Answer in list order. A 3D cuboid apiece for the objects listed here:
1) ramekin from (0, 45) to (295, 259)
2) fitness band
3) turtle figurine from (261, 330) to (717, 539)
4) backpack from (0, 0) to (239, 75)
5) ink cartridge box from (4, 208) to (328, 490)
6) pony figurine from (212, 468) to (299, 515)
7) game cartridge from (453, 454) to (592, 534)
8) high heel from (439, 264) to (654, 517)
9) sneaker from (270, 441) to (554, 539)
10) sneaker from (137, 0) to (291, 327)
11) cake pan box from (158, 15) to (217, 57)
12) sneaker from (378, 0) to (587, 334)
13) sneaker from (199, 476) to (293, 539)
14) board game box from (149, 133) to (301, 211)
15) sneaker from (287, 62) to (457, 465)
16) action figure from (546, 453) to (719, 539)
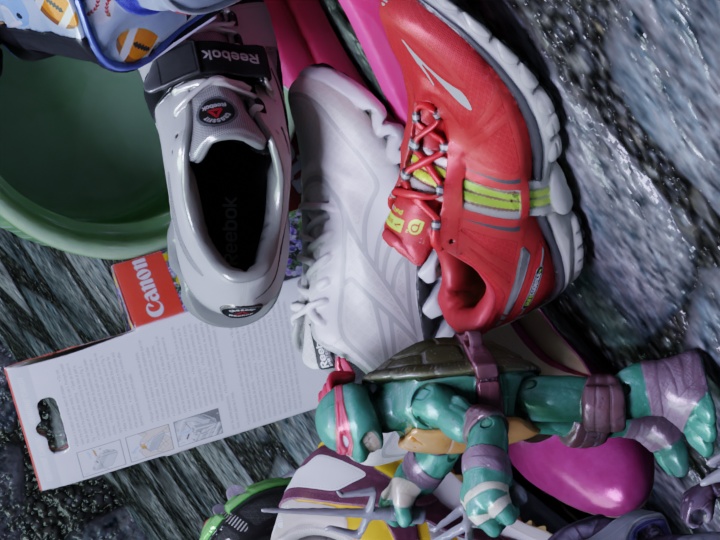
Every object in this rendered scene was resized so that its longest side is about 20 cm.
[{"bbox_3d":[-0.138,-0.103,1.396,0.200,0.200,0.098,56,162,-8],"label":"ramekin"},{"bbox_3d":[-0.012,-0.118,1.298,0.144,0.037,0.200,36,159,52],"label":"fitness band"},{"bbox_3d":[0.054,0.077,1.213,0.150,0.199,0.101,-155,58,-82],"label":"turtle figurine"},{"bbox_3d":[-0.085,-0.193,1.061,0.154,0.200,0.191,1,120,47],"label":"backpack"},{"bbox_3d":[-0.083,0.037,1.374,0.109,0.199,0.050,83,167,-49],"label":"ink cartridge box"},{"bbox_3d":[0.024,0.103,1.528,0.200,0.167,0.193,43,152,1],"label":"pony figurine"},{"bbox_3d":[0.077,0.150,1.425,0.200,0.041,0.133,40,135,-19],"label":"game cartridge"},{"bbox_3d":[0.074,0.039,1.321,0.096,0.067,0.200,47,-172,-47],"label":"high heel"},{"bbox_3d":[0.048,0.160,1.333,0.200,0.090,0.075,33,154,3],"label":"sneaker"},{"bbox_3d":[-0.065,-0.079,1.252,0.089,0.074,0.201,134,124,-77],"label":"sneaker"},{"bbox_3d":[-0.156,-0.208,1.187,0.200,0.052,0.185,23,-134,-50],"label":"cake pan box"},{"bbox_3d":[0.044,-0.043,1.190,0.077,0.085,0.200,39,160,45],"label":"sneaker"},{"bbox_3d":[-0.010,0.182,1.458,0.200,0.077,0.084,42,-178,-36],"label":"sneaker"},{"bbox_3d":[-0.092,-0.094,1.495,0.019,0.103,0.200,-26,102,46],"label":"board game box"},{"bbox_3d":[0.000,0.000,1.282,0.075,0.081,0.201,11,122,68],"label":"sneaker"},{"bbox_3d":[0.166,0.139,1.159,0.200,0.069,0.131,-16,92,46],"label":"action figure"}]
